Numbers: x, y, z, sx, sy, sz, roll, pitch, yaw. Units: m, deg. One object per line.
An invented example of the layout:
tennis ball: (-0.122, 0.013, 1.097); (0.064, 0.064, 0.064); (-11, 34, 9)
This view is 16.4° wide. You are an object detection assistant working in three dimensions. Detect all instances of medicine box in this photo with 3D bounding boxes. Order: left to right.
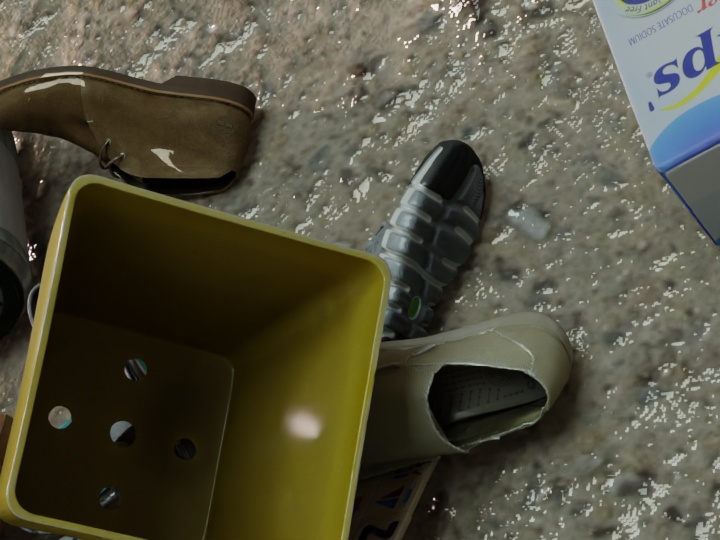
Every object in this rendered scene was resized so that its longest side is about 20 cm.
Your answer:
medicine box: (0.253, -0.151, 1.542); (0.181, 0.103, 0.201); (-29, 50, 16)

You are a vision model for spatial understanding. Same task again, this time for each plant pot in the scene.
plant pot: (-0.117, 0.083, 1.490); (0.176, 0.199, 0.201); (147, 135, -65)

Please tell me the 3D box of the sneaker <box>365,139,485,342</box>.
sneaker: (0.000, 0.000, 1.641); (0.115, 0.075, 0.201); (9, 69, 40)

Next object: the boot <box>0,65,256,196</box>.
boot: (-0.177, -0.099, 1.790); (0.198, 0.074, 0.076); (4, 73, 8)

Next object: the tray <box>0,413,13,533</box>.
tray: (-0.303, 0.198, 1.749); (0.098, 0.037, 0.201); (-1, 64, 33)

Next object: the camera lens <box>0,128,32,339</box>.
camera lens: (-0.326, -0.043, 1.825); (0.159, 0.160, 0.201); (-27, 51, 18)

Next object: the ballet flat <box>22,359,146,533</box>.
ballet flat: (-0.149, 0.106, 1.680); (0.200, 0.072, 0.072); (-47, 48, 1)

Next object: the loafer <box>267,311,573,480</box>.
loafer: (0.035, 0.081, 1.537); (0.199, 0.076, 0.068); (-22, 18, 8)

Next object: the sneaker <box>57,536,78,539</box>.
sneaker: (-0.234, 0.203, 1.601); (0.071, 0.200, 0.073); (43, 115, 7)

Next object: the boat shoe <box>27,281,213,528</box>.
boat shoe: (-0.161, 0.088, 1.619); (0.067, 0.057, 0.200); (-38, 61, 7)

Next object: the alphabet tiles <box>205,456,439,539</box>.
alphabet tiles: (-0.041, 0.163, 1.548); (0.166, 0.008, 0.200); (-13, 27, 27)
